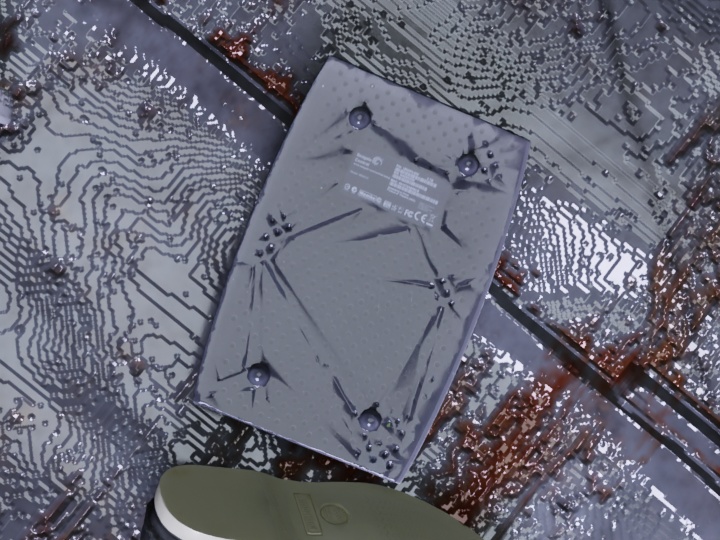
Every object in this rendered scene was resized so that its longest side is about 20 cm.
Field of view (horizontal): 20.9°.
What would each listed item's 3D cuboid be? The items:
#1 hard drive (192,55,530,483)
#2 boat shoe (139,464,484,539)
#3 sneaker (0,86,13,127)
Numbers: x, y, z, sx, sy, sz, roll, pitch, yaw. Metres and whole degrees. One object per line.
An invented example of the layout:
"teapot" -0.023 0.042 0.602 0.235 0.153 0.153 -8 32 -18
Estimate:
"hard drive" 0.000 0.000 1.055 0.134 0.042 0.201 22 83 -6
"boat shoe" -0.021 0.154 1.034 0.201 0.074 0.063 12 123 -18
"sneaker" -0.276 -0.047 0.996 0.199 0.075 0.114 -4 99 -27
